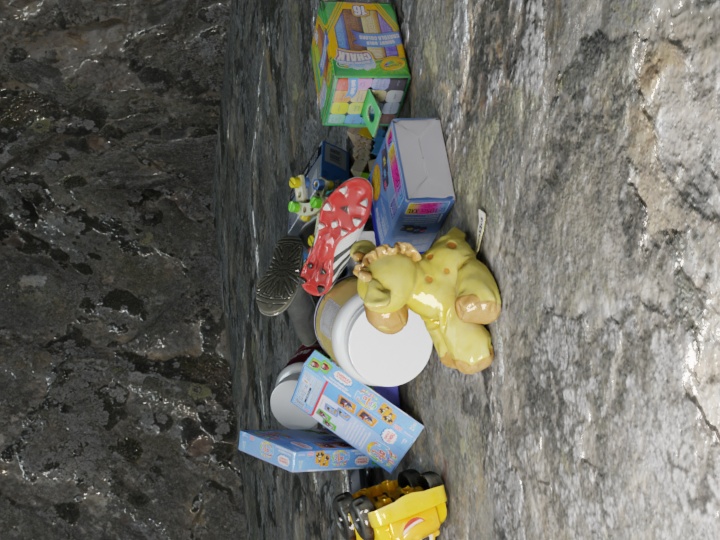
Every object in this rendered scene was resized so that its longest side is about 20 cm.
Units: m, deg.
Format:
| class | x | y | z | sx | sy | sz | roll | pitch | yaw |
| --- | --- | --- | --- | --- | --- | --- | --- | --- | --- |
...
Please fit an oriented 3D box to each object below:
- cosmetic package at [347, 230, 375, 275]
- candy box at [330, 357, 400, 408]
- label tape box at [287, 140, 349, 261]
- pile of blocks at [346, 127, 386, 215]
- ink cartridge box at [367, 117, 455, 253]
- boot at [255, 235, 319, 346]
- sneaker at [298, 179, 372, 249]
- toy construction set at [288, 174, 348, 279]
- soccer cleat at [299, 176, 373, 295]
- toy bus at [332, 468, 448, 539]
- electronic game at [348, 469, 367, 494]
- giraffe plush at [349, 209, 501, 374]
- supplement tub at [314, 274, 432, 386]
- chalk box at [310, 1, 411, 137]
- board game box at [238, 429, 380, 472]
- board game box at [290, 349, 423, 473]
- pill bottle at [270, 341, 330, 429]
| class | x | y | z | sx | sy | sz | roll | pitch | yaw |
| --- | --- | --- | --- | --- | --- | --- | --- | --- | --- |
| cosmetic package | 0.000 | 0.000 | 1.754 | 0.200 | 0.071 | 0.102 | 151 | 118 | -74 |
| candy box | 0.002 | 0.153 | 1.748 | 0.200 | 0.077 | 0.170 | 152 | 116 | -74 |
| label tape box | -0.093 | -0.122 | 1.955 | 0.200 | 0.066 | 0.144 | -53 | 22 | 30 |
| pile of blocks | 0.027 | -0.166 | 1.683 | 0.062 | 0.082 | 0.201 | 56 | -154 | -53 |
| ink cartridge box | 0.064 | -0.104 | 1.488 | 0.200 | 0.076 | 0.137 | 111 | 154 | -60 |
| boot | -0.116 | 0.063 | 1.808 | 0.200 | 0.072 | 0.182 | 84 | -160 | -46 |
| sneaker | -0.014 | -0.114 | 1.798 | 0.200 | 0.084 | 0.121 | -27 | 25 | 42 |
| toy construction set | -0.066 | -0.048 | 1.684 | 0.131 | 0.092 | 0.201 | 22 | 121 | 49 |
| soccer cleat | -0.033 | -0.054 | 1.559 | 0.201 | 0.068 | 0.085 | -66 | -8 | 21 |
| toy bus | 0.058 | 0.391 | 1.472 | 0.200 | 0.135 | 0.193 | 148 | 107 | -71 |
| electronic game | 0.005 | 0.435 | 1.808 | 0.200 | 0.041 | 0.201 | 177 | 90 | -87 |
| giraffe plush | 0.070 | 0.026 | 1.288 | 0.173 | 0.161 | 0.201 | -158 | 67 | -75 |
| supplement tub | 0.018 | 0.088 | 1.539 | 0.200 | 0.145 | 0.146 | -152 | 62 | -73 |
| chalk box | -0.001 | -0.303 | 1.627 | 0.125 | 0.123 | 0.201 | 110 | 155 | -56 |
| board game box | -0.075 | 0.292 | 1.711 | 0.151 | 0.199 | 0.037 | 9 | 91 | 49 |
| board game box | -0.009 | 0.221 | 1.608 | 0.037 | 0.200 | 0.151 | -50 | -9 | -30 |
| pill bottle | -0.089 | 0.204 | 1.896 | 0.200 | 0.114 | 0.115 | -53 | -31 | -68 |
